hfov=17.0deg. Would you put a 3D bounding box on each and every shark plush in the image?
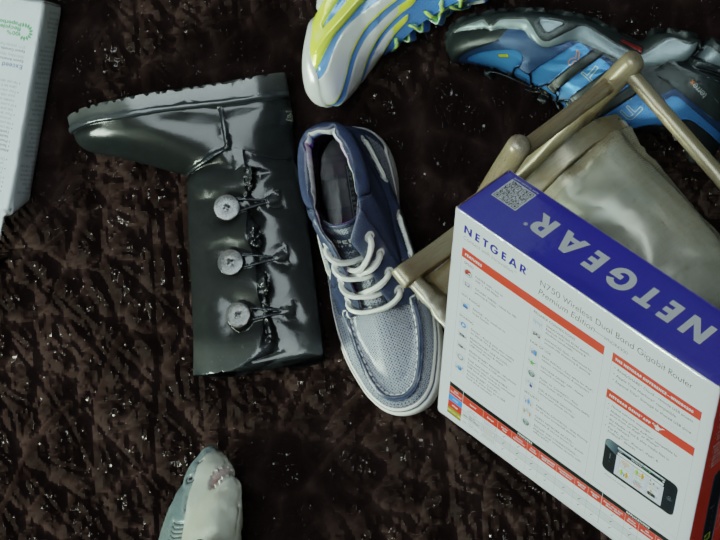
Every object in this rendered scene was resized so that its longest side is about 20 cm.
[{"bbox_3d":[-0.131,0.220,1.666,0.083,0.091,0.200,48,123,32],"label":"shark plush"}]

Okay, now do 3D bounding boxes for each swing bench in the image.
[{"bbox_3d":[0.155,0.009,1.515,0.130,0.200,0.199,-35,82,-32],"label":"swing bench"}]

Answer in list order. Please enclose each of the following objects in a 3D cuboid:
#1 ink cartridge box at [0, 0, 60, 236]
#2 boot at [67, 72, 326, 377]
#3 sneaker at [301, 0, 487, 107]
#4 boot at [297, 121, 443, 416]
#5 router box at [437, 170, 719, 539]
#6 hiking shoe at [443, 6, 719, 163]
[{"bbox_3d":[-0.324,-0.110,1.723,0.199,0.041,0.200,12,92,16],"label":"ink cartridge box"},{"bbox_3d":[-0.112,-0.024,1.651,0.165,0.066,0.200,-8,91,18],"label":"boot"},{"bbox_3d":[0.040,-0.188,1.596,0.105,0.076,0.200,27,95,20],"label":"sneaker"},{"bbox_3d":[0.000,0.000,1.598,0.073,0.090,0.200,-17,84,15],"label":"boot"},{"bbox_3d":[0.138,0.065,1.421,0.200,0.049,0.180,36,144,28],"label":"router box"},{"bbox_3d":[0.147,-0.121,1.567,0.200,0.074,0.087,10,91,16],"label":"hiking shoe"}]
